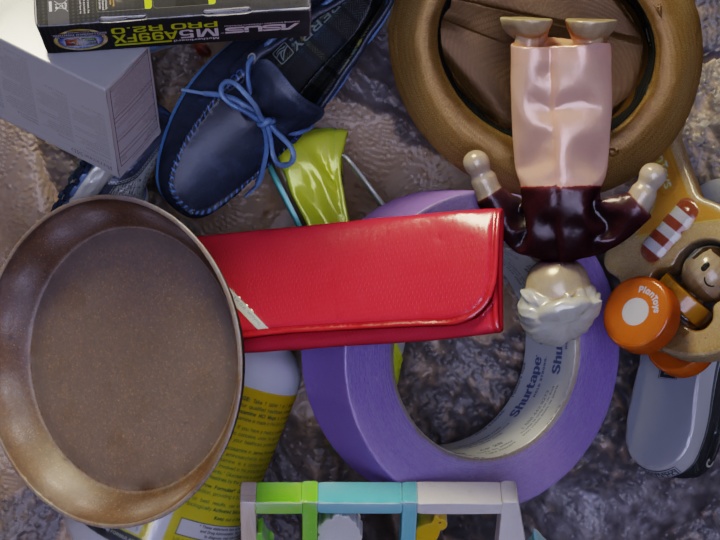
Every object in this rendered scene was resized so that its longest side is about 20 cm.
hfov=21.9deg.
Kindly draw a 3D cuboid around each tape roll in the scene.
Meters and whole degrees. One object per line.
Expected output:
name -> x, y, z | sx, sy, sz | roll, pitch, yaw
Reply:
tape roll -> 0.065, 0.049, 1.181 | 0.199, 0.066, 0.201 | -1, 93, -27

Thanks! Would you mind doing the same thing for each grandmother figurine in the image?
grandmother figurine -> 0.125, -0.052, 1.133 | 0.121, 0.061, 0.201 | 5, 100, 18

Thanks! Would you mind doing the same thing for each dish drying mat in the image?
dish drying mat -> -0.012, 0.007, 1.106 | 0.199, 0.018, 0.077 | -5, 71, 20

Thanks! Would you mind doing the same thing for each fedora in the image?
fedora -> 0.116, -0.142, 1.191 | 0.199, 0.082, 0.202 | 0, 96, -2

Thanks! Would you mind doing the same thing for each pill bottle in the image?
pill bottle -> -0.106, 0.093, 1.197 | 0.112, 0.112, 0.201 | 22, 96, -4

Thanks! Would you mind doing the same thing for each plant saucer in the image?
plant saucer -> -0.146, 0.055, 1.131 | 0.199, 0.034, 0.201 | -1, 89, 31

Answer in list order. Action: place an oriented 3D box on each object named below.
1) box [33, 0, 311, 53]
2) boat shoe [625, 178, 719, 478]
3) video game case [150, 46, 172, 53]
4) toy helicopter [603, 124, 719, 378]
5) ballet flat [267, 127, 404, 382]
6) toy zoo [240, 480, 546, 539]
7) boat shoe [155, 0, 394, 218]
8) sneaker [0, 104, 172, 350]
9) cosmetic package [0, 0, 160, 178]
box -> -0.114, -0.233, 1.094 | 0.159, 0.044, 0.201 | -5, 76, -4
boat shoe -> 0.224, 0.040, 1.227 | 0.068, 0.057, 0.201 | 11, 83, 41
video game case -> -0.104, -0.256, 1.203 | 0.181, 0.022, 0.201 | -17, 97, 1
toy helicopter -> 0.211, -0.039, 1.176 | 0.132, 0.079, 0.201 | -26, 60, 26
ballet flat -> 0.000, 0.000, 1.214 | 0.067, 0.067, 0.201 | -21, 95, -1
toy zoo -> 0.026, 0.185, 1.157 | 0.199, 0.021, 0.132 | 1, 127, -2
boat shoe -> -0.056, -0.119, 1.159 | 0.084, 0.069, 0.200 | 34, 89, -30
sneaker -> -0.166, -0.015, 1.212 | 0.085, 0.077, 0.200 | 30, 102, -14
cosmetic package -> -0.219, -0.138, 1.147 | 0.199, 0.083, 0.051 | 27, 56, 18
